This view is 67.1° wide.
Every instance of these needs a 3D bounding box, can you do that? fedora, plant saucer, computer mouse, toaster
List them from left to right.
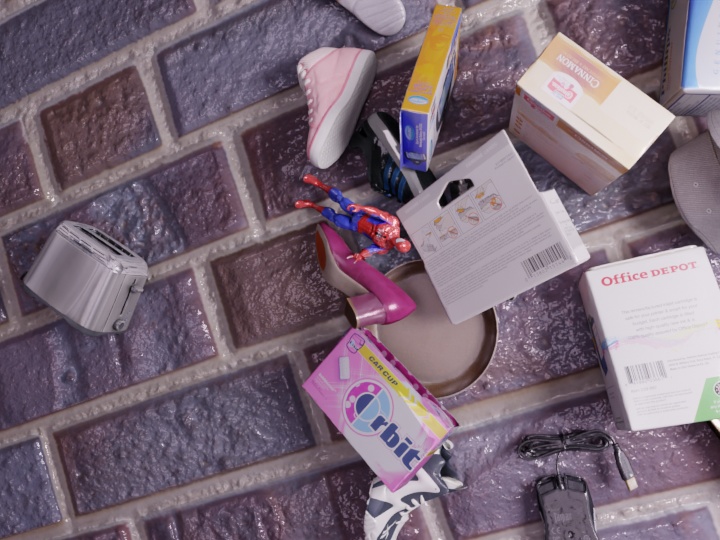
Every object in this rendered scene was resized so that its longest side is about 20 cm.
[{"bbox_3d":[-0.445,0.008,0.882,0.199,0.114,0.130,31,92,14],"label":"toaster"},{"bbox_3d":[0.099,0.085,0.793,0.198,0.032,0.203,0,89,13],"label":"plant saucer"},{"bbox_3d":[0.307,0.316,0.739,0.139,0.046,0.202,-18,74,17],"label":"computer mouse"},{"bbox_3d":[0.447,-0.091,0.665,0.090,0.176,0.201,-31,91,41],"label":"fedora"}]

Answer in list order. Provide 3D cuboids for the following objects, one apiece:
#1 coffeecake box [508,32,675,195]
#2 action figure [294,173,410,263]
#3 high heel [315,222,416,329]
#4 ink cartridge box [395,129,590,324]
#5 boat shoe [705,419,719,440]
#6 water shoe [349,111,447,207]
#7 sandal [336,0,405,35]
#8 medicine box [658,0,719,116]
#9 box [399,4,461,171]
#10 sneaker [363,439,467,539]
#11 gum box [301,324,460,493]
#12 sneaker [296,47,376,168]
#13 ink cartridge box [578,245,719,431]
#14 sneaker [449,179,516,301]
[{"bbox_3d":[0.268,-0.180,0.669,0.153,0.200,0.073,42,98,10],"label":"coffeecake box"},{"bbox_3d":[-0.023,-0.072,0.765,0.199,0.099,0.066,29,111,25],"label":"action figure"},{"bbox_3d":[0.000,0.000,0.797,0.095,0.068,0.201,-11,55,-22],"label":"high heel"},{"bbox_3d":[0.158,-0.048,0.692,0.199,0.044,0.178,-34,78,44],"label":"ink cartridge box"},{"bbox_3d":[0.506,0.228,0.679,0.065,0.072,0.201,-37,76,11],"label":"boat shoe"},{"bbox_3d":[0.058,-0.133,0.796,0.079,0.071,0.201,-35,77,33],"label":"water shoe"},{"bbox_3d":[-0.015,-0.435,0.815,0.206,0.059,0.079,43,116,-11],"label":"sandal"},{"bbox_3d":[0.492,-0.292,0.667,0.197,0.103,0.185,5,91,12],"label":"medicine box"},{"bbox_3d":[0.091,-0.229,0.716,0.041,0.119,0.202,12,68,11],"label":"box"},{"bbox_3d":[0.082,0.321,0.770,0.128,0.079,0.202,8,81,21],"label":"sneaker"},{"bbox_3d":[0.022,0.180,0.743,0.200,0.066,0.114,44,97,23],"label":"gum box"},{"bbox_3d":[-0.057,-0.244,0.795,0.104,0.075,0.202,18,72,15],"label":"sneaker"},{"bbox_3d":[0.373,0.087,0.677,0.144,0.088,0.202,-13,72,12],"label":"ink cartridge box"},{"bbox_3d":[0.195,-0.057,0.753,0.084,0.077,0.202,-22,99,-26],"label":"sneaker"}]
